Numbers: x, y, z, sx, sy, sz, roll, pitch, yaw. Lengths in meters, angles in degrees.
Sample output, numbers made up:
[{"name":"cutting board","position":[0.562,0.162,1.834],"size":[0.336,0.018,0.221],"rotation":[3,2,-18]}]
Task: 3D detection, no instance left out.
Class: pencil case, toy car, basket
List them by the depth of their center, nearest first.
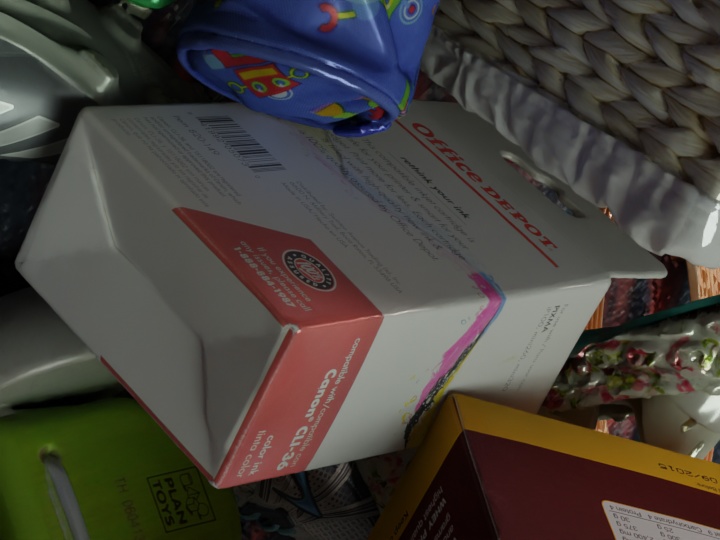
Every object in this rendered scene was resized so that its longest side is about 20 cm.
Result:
[{"name":"pencil case","position":[0.013,-0.139,0.737],"size":[0.087,0.078,0.201],"rotation":[27,80,-22]},{"name":"toy car","position":[-0.143,0.113,0.813],"size":[0.199,0.176,0.150],"rotation":[-14,164,-32]},{"name":"basket","position":[0.147,-0.105,0.831],"size":[0.197,0.200,0.162],"rotation":[6,115,-42]}]

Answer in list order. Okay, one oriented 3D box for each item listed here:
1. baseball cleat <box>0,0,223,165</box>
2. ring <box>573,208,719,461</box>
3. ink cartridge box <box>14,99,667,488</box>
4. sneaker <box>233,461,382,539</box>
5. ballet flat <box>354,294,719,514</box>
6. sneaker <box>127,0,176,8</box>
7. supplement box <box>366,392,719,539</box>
[{"name":"baseball cleat","position":[-0.142,-0.058,0.742],"size":[0.199,0.070,0.106],"rotation":[23,120,-43]},{"name":"ring","position":[0.117,0.030,0.968],"size":[0.200,0.019,0.202],"rotation":[2,88,-64]},{"name":"ink cartridge box","position":[0.000,0.000,0.770],"size":[0.199,0.116,0.068],"rotation":[-7,132,-47]},{"name":"sneaker","position":[-0.036,0.067,0.917],"size":[0.086,0.078,0.201],"rotation":[-28,127,-9]},{"name":"ballet flat","position":[0.088,0.050,0.837],"size":[0.199,0.064,0.076],"rotation":[-12,167,15]},{"name":"sneaker","position":[-0.102,-0.152,0.676],"size":[0.074,0.084,0.200],"rotation":[-45,138,-1]},{"name":"supplement box","position":[0.063,0.189,0.727],"size":[0.132,0.200,0.198],"rotation":[16,120,-22]}]
